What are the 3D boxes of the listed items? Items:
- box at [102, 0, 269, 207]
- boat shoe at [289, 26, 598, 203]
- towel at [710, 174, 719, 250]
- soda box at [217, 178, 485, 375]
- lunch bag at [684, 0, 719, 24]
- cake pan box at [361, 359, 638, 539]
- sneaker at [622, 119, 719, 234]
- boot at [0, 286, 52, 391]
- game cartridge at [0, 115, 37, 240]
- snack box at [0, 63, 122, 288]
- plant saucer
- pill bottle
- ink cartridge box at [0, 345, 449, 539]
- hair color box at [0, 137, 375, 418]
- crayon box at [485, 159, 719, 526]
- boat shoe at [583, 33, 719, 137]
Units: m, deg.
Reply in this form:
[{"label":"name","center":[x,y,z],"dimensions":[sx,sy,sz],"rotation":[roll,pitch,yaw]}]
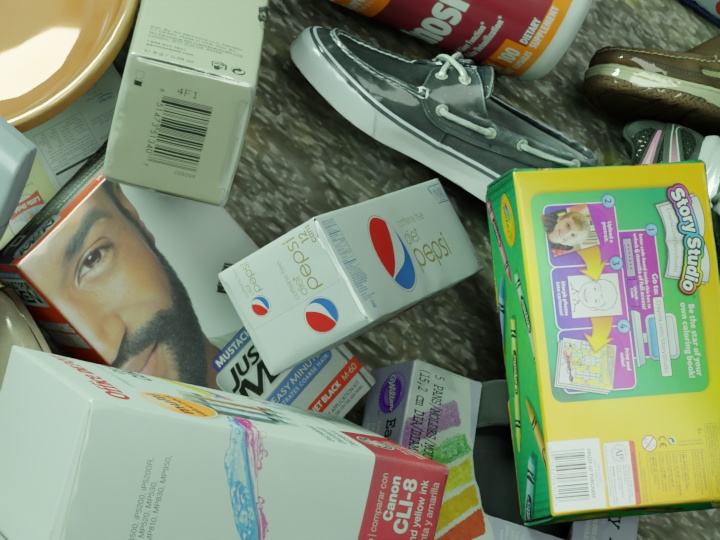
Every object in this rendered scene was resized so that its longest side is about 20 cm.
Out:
[{"label":"box","center":[-0.089,-0.124,1.120],"dimensions":[0.068,0.082,0.200],"rotation":[14,35,-7]},{"label":"boat shoe","center":[0.053,-0.099,1.238],"dimensions":[0.200,0.072,0.068],"rotation":[32,114,-14]},{"label":"towel","center":[0.298,-0.063,1.277],"dimensions":[0.200,0.171,0.048],"rotation":[-43,58,-10]},{"label":"soda box","center":[0.000,0.000,1.151],"dimensions":[0.068,0.200,0.064],"rotation":[-30,86,22]},{"label":"lunch bag","center":[0.261,-0.263,1.352],"dimensions":[0.160,0.076,0.200],"rotation":[30,73,-10]},{"label":"cake pan box","center":[0.075,0.165,1.195],"dimensions":[0.184,0.052,0.200],"rotation":[23,66,-31]},{"label":"sneaker","center":[0.160,-0.004,1.281],"dimensions":[0.086,0.080,0.200],"rotation":[26,77,17]},{"label":"boot","center":[-0.217,0.126,1.109],"dimensions":[0.146,0.070,0.200],"rotation":[-23,96,-24]},{"label":"game cartridge","center":[-0.268,-0.020,1.086],"dimensions":[0.133,0.042,0.200],"rotation":[41,104,1]},{"label":"snack box","center":[-0.210,-0.041,1.165],"dimensions":[0.200,0.037,0.116],"rotation":[-30,93,-22]},{"label":"plant saucer","center":[-0.215,-0.151,1.144],"dimensions":[0.200,0.037,0.200],"rotation":[-4,65,8]},{"label":"pill bottle","center":[0.037,-0.199,1.240],"dimensions":[0.200,0.113,0.113],"rotation":[21,74,-14]},{"label":"ink cartridge box","center":[-0.087,0.136,1.052],"dimensions":[0.200,0.145,0.145],"rotation":[13,92,-27]},{"label":"hair color box","center":[-0.098,0.030,1.155],"dimensions":[0.111,0.064,0.200],"rotation":[-48,110,-18]},{"label":"crayon box","center":[0.145,0.040,1.183],"dimensions":[0.119,0.058,0.200],"rotation":[-3,80,-15]},{"label":"boat shoe","center":[0.230,-0.122,1.319],"dimensions":[0.202,0.075,0.075],"rotation":[13,77,-29]}]
